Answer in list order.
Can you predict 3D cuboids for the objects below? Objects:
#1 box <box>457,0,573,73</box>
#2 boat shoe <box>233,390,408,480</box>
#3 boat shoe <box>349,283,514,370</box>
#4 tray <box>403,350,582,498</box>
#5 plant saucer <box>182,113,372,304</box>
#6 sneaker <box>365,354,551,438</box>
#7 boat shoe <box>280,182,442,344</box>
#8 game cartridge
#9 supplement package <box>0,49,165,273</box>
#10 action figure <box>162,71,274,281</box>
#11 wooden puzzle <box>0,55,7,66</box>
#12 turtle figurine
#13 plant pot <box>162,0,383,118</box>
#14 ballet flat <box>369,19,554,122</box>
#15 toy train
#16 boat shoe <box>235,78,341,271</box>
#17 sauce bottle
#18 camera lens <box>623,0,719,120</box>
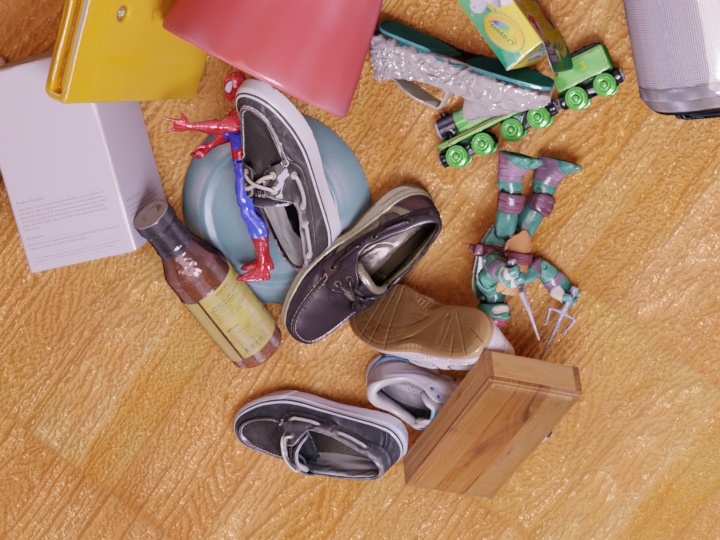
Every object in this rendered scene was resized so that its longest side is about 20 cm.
[{"bbox_3d":[0.121,-0.258,1.636,0.048,0.117,0.201,-38,86,18],"label":"box"},{"bbox_3d":[-0.051,0.170,1.797,0.198,0.071,0.073,1,117,29],"label":"boat shoe"},{"bbox_3d":[0.069,0.066,1.738,0.069,0.199,0.071,36,78,-39],"label":"boat shoe"},{"bbox_3d":[0.125,0.153,1.718,0.098,0.037,0.201,10,140,-19],"label":"tray"},{"bbox_3d":[-0.088,-0.059,1.783,0.198,0.036,0.202,3,105,10],"label":"plant saucer"},{"bbox_3d":[0.095,0.142,1.775,0.198,0.087,0.076,13,105,6],"label":"sneaker"},{"bbox_3d":[0.000,0.000,1.747,0.073,0.065,0.200,35,103,-33],"label":"boat shoe"},{"bbox_3d":[-0.204,-0.246,1.675,0.032,0.199,0.178,25,108,26],"label":"game cartridge"},{"bbox_3d":[-0.282,-0.118,1.760,0.120,0.120,0.202,-11,102,16],"label":"supplement package"},{"bbox_3d":[-0.137,-0.093,1.730,0.098,0.065,0.202,-1,104,1],"label":"action figure"},{"bbox_3d":[-0.460,-0.136,1.834,0.183,0.037,0.202,11,106,8],"label":"wooden puzzle"},{"bbox_3d":[0.152,-0.011,1.707,0.100,0.149,0.202,14,99,25],"label":"turtle figurine"},{"bbox_3d":[-0.061,-0.263,1.652,0.199,0.200,0.179,28,97,3],"label":"plant pot"},{"bbox_3d":[0.094,-0.180,1.690,0.199,0.072,0.072,24,109,25],"label":"ballet flat"},{"bbox_3d":[0.158,-0.159,1.709,0.199,0.042,0.057,-25,89,16],"label":"toy train"},{"bbox_3d":[-0.075,-0.087,1.678,0.070,0.064,0.201,10,137,39],"label":"boat shoe"},{"bbox_3d":[-0.152,0.012,1.760,0.066,0.066,0.201,-23,126,15],"label":"sauce bottle"},{"bbox_3d":[0.316,-0.245,1.592,0.158,0.160,0.202,-10,102,13],"label":"camera lens"}]
